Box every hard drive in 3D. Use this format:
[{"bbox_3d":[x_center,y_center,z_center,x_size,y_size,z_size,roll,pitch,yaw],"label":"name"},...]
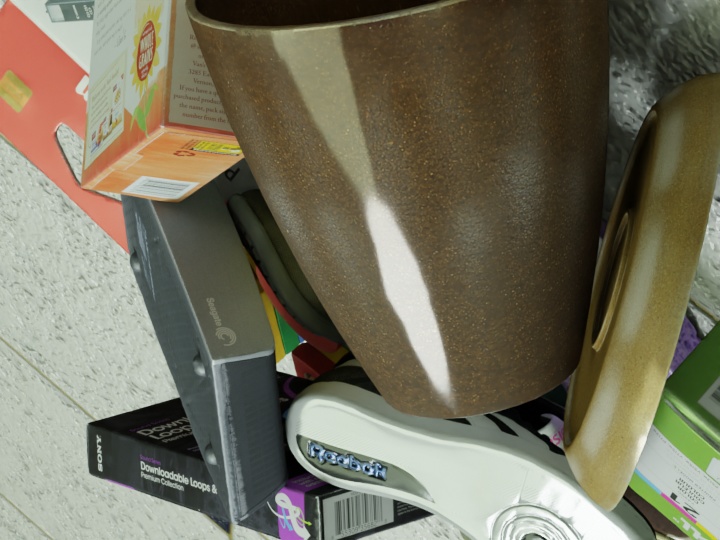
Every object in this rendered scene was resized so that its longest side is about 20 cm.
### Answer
[{"bbox_3d":[-0.083,0.016,1.483,0.135,0.042,0.201,86,165,-44],"label":"hard drive"}]

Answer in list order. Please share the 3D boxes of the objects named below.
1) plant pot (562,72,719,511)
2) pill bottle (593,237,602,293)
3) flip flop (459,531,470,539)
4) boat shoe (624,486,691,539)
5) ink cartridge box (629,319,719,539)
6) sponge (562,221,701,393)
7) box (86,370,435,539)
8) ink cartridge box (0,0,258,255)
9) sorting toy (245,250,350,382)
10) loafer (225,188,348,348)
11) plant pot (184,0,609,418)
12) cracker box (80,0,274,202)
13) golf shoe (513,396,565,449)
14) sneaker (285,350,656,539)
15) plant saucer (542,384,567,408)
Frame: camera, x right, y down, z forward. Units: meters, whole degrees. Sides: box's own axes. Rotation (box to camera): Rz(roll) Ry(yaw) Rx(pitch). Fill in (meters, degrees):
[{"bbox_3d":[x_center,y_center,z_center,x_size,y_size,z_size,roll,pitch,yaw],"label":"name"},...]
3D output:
[{"bbox_3d":[0.122,0.006,1.282,0.027,0.201,0.200,15,153,0],"label":"plant pot"},{"bbox_3d":[0.032,-0.043,1.421,0.200,0.114,0.114,50,157,9],"label":"pill bottle"},{"bbox_3d":[0.129,0.181,1.713,0.199,0.058,0.081,25,149,39],"label":"flip flop"},{"bbox_3d":[0.205,0.121,1.458,0.199,0.072,0.072,21,106,25],"label":"boat shoe"},{"bbox_3d":[0.186,0.068,1.323,0.076,0.148,0.200,40,156,11],"label":"ink cartridge box"},{"bbox_3d":[0.147,0.058,1.521,0.111,0.030,0.201,7,135,55],"label":"sponge"},{"bbox_3d":[-0.034,0.100,1.560,0.199,0.142,0.036,11,108,47],"label":"box"},{"bbox_3d":[-0.121,-0.099,1.574,0.200,0.045,0.176,42,114,8],"label":"ink cartridge box"},{"bbox_3d":[-0.043,0.001,1.677,0.200,0.070,0.199,38,156,31],"label":"sorting toy"},{"bbox_3d":[0.000,0.000,1.516,0.200,0.070,0.075,38,-167,-52],"label":"loafer"},{"bbox_3d":[0.034,-0.044,1.283,0.186,0.186,0.201,14,123,51],"label":"plant pot"},{"bbox_3d":[-0.085,-0.146,1.394,0.057,0.201,0.134,7,167,-20],"label":"cracker box"},{"bbox_3d":[0.113,0.125,1.552,0.200,0.073,0.092,35,157,35],"label":"golf shoe"},{"bbox_3d":[0.073,0.083,1.453,0.199,0.112,0.073,24,126,15],"label":"sneaker"},{"bbox_3d":[0.101,0.057,1.613,0.070,0.019,0.201,3,131,57],"label":"plant saucer"}]
